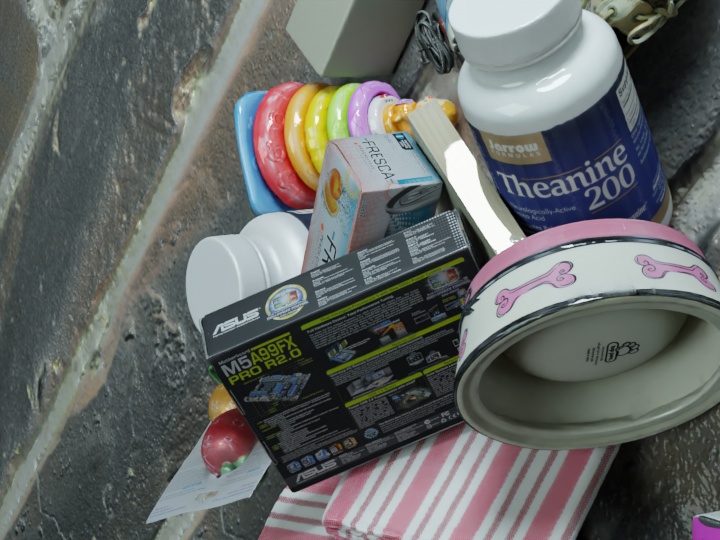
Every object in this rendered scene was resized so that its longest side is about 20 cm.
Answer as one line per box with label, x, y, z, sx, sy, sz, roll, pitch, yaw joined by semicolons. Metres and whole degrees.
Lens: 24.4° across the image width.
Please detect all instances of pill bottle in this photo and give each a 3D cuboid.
pill bottle;-0.036;0.007;1.331;0.111;0.198;0.113;11;105;51
pill bottle;0.129;-0.100;1.096;0.111;0.111;0.201;27;152;48

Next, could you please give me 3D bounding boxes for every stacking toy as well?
stacking toy;-0.001;-0.114;1.366;0.199;0.115;0.111;-10;90;42

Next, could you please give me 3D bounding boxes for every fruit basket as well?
fruit basket;-0.088;0.135;1.441;0.185;0.094;0.201;-23;33;51

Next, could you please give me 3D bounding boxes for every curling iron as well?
curling iron;0.102;-0.129;1.277;0.201;0.025;0.050;53;155;28

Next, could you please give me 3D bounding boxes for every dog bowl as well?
dog bowl;0.155;0.041;1.101;0.200;0.198;0.075;-48;39;45

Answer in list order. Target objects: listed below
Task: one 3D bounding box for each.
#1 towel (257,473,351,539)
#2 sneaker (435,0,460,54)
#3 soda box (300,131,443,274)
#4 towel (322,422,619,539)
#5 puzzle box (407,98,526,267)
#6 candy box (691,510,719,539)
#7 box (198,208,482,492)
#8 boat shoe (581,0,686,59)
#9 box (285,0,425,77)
towel;-0.024;0.237;1.233;0.145;0.201;0.030;3;139;32
sneaker;0.096;-0.261;1.221;0.090;0.078;0.201;57;135;35
soda box;0.000;0.000;1.210;0.064;0.068;0.202;58;146;41
towel;0.083;0.151;1.211;0.198;0.147;0.030;8;139;34
puzzle box;0.090;-0.020;1.205;0.134;0.025;0.200;59;177;29
candy box;0.297;0.237;1.036;0.199;0.060;0.138;13;105;52
box;0.007;0.061;1.184;0.045;0.198;0.161;-107;-9;-49
boat shoe;0.180;-0.170;1.134;0.063;0.073;0.200;67;151;12
box;0.017;-0.253;1.324;0.069;0.081;0.201;54;133;32
